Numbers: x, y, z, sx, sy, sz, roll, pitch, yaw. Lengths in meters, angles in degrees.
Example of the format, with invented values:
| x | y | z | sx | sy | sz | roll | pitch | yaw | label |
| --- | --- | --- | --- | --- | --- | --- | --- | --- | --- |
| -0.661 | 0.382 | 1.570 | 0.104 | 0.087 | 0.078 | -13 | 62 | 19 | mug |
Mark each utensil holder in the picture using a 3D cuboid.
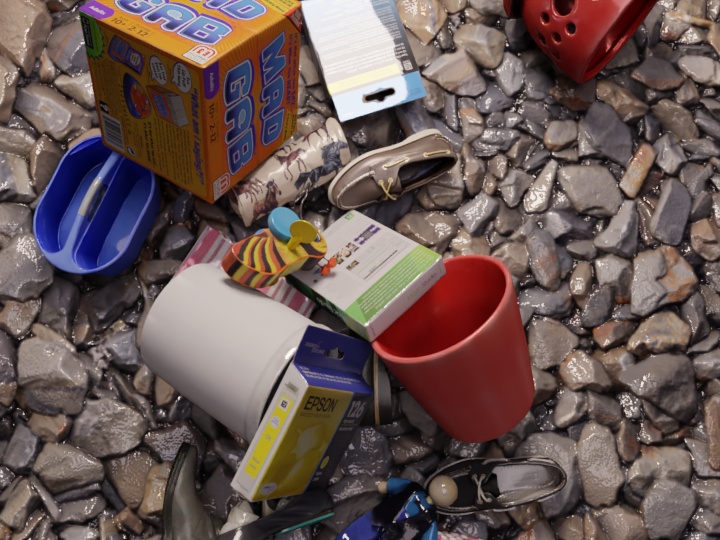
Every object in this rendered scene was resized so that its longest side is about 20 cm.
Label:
| x | y | z | sx | sy | sz | roll | pitch | yaw | label |
| --- | --- | --- | --- | --- | --- | --- | --- | --- | --- |
| -0.152 | 0.104 | 0.957 | 0.198 | 0.170 | 0.172 | 29 | 78 | 22 | utensil holder |

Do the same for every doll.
| x | y | z | sx | sy | sz | roll | pitch | yaw | label |
| --- | --- | --- | --- | --- | --- | --- | --- | --- | --- |
| 0.048 | 0.343 | 1.003 | 0.199 | 0.049 | 0.137 | -37 | 54 | -2 | doll |

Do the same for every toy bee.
| x | y | z | sx | sy | sz | roll | pitch | yaw | label |
| --- | --- | --- | --- | --- | --- | --- | --- | --- | --- |
| -0.082 | -0.031 | 0.981 | 0.109 | 0.131 | 0.200 | 44 | 63 | -1 | toy bee |

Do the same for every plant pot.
| x | y | z | sx | sy | sz | roll | pitch | yaw | label |
| --- | --- | --- | --- | --- | --- | --- | --- | --- | --- |
| 0.135 | 0.110 | 0.989 | 0.199 | 0.200 | 0.179 | -35 | 117 | -9 | plant pot |
| 0.326 | -0.412 | 1.119 | 0.200 | 0.201 | 0.183 | -42 | 76 | -10 | plant pot |

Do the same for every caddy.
| x | y | z | sx | sy | sz | roll | pitch | yaw | label |
| --- | --- | --- | --- | --- | --- | --- | --- | --- | --- |
| -0.366 | -0.089 | 1.062 | 0.139 | 0.105 | 0.203 | 23 | 78 | 1 | caddy |

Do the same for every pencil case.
| x | y | z | sx | sy | sz | roll | pitch | yaw | label |
| --- | --- | --- | --- | --- | --- | --- | --- | --- | --- |
| -0.102 | -0.144 | 1.098 | 0.198 | 0.089 | 0.079 | -31 | 124 | -11 | pencil case |

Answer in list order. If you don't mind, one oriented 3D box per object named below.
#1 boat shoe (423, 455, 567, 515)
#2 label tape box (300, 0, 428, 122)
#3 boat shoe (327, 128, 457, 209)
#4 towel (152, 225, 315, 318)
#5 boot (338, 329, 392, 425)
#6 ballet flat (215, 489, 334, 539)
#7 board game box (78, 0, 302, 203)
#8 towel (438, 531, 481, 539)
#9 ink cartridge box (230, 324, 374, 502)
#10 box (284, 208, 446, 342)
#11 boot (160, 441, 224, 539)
| x | y | z | sx | sy | sz | roll | pitch | yaw | label |
| --- | --- | --- | --- | --- | --- | --- | --- | --- | --- |
| 0.183 | 0.293 | 1.033 | 0.195 | 0.060 | 0.076 | -4 | 80 | -3 | boat shoe |
| 0.003 | -0.322 | 1.149 | 0.141 | 0.063 | 0.204 | -17 | 80 | -6 | label tape box |
| 0.048 | -0.139 | 1.105 | 0.197 | 0.073 | 0.060 | -26 | 50 | -12 | boat shoe |
| -0.178 | 0.047 | 1.083 | 0.198 | 0.030 | 0.148 | 34 | 80 | 4 | towel |
| -0.031 | 0.117 | 1.056 | 0.135 | 0.078 | 0.205 | -6 | 78 | 1 | boot |
| -0.126 | 0.325 | 0.989 | 0.197 | 0.073 | 0.074 | -16 | 79 | -31 | ballet flat |
| -0.214 | -0.256 | 1.002 | 0.197 | 0.202 | 0.200 | 27 | 49 | 18 | board game box |
| 0.165 | 0.441 | 1.010 | 0.195 | 0.030 | 0.150 | 13 | 79 | 0 | towel |
| -0.052 | 0.178 | 0.929 | 0.047 | 0.197 | 0.203 | 30 | 92 | 27 | ink cartridge box |
| 0.000 | 0.000 | 1.028 | 0.144 | 0.037 | 0.199 | -40 | 41 | -18 | box |
| -0.203 | 0.340 | 1.015 | 0.128 | 0.068 | 0.205 | 10 | 78 | -13 | boot |
